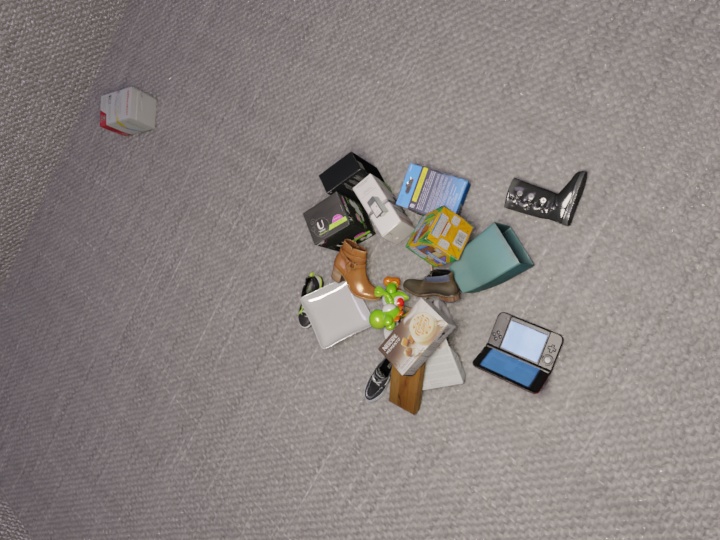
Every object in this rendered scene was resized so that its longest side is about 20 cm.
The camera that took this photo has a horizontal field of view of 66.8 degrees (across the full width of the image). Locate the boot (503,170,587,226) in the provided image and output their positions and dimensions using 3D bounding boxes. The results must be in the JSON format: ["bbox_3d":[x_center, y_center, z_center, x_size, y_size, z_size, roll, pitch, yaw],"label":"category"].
[{"bbox_3d":[0.538,-0.234,1.599,0.199,0.065,0.166,23,93,32],"label":"boot"}]

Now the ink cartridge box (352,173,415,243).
[{"bbox_3d":[0.079,-0.199,1.784,0.084,0.145,0.201,-37,69,17],"label":"ink cartridge box"}]

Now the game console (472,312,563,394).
[{"bbox_3d":[0.449,0.229,1.556,0.199,0.118,0.174,23,95,27],"label":"game console"}]

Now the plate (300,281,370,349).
[{"bbox_3d":[-0.079,0.141,1.859,0.198,0.032,0.201,-25,71,-5],"label":"plate"}]

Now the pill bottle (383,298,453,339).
[{"bbox_3d":[0.180,0.177,1.705,0.199,0.114,0.115,-26,73,22],"label":"pill bottle"}]

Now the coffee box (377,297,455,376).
[{"bbox_3d":[0.162,0.194,1.580,0.200,0.080,0.114,-50,62,10],"label":"coffee box"}]

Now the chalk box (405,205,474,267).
[{"bbox_3d":[0.229,-0.098,1.669,0.123,0.200,0.126,33,73,-13],"label":"chalk box"}]

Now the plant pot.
[{"bbox_3d":[0.376,-0.022,1.615,0.200,0.141,0.142,-38,68,27],"label":"plant pot"}]

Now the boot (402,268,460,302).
[{"bbox_3d":[0.212,0.029,1.672,0.199,0.075,0.098,11,130,35],"label":"boot"}]

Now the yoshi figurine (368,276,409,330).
[{"bbox_3d":[0.076,0.113,1.719,0.112,0.201,0.112,29,126,-11],"label":"yoshi figurine"}]

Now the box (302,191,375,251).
[{"bbox_3d":[-0.069,-0.156,1.826,0.148,0.200,0.125,-29,72,21],"label":"box"}]

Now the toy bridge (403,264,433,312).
[{"bbox_3d":[0.202,0.053,1.757,0.067,0.027,0.202,19,92,27],"label":"toy bridge"}]

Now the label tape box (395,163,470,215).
[{"bbox_3d":[0.232,-0.242,1.741,0.199,0.063,0.145,22,94,19],"label":"label tape box"}]

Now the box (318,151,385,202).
[{"bbox_3d":[-0.025,-0.301,1.819,0.141,0.200,0.079,-35,70,19],"label":"box"}]

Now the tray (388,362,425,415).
[{"bbox_3d":[0.142,0.347,1.690,0.098,0.037,0.202,23,130,28],"label":"tray"}]

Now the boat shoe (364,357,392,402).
[{"bbox_3d":[0.067,0.344,1.770,0.072,0.068,0.201,41,103,25],"label":"boat shoe"}]

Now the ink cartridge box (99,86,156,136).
[{"bbox_3d":[-1.031,-0.704,2.427,0.198,0.144,0.147,-3,82,27],"label":"ink cartridge box"}]

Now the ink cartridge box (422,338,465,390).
[{"bbox_3d":[0.213,0.264,1.668,0.159,0.047,0.202,-15,105,26],"label":"ink cartridge box"}]

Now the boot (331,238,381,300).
[{"bbox_3d":[0.000,0.000,1.803,0.199,0.074,0.156,28,120,11],"label":"boot"}]

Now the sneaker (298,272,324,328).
[{"bbox_3d":[-0.192,0.104,1.926,0.071,0.083,0.202,13,90,28],"label":"sneaker"}]
